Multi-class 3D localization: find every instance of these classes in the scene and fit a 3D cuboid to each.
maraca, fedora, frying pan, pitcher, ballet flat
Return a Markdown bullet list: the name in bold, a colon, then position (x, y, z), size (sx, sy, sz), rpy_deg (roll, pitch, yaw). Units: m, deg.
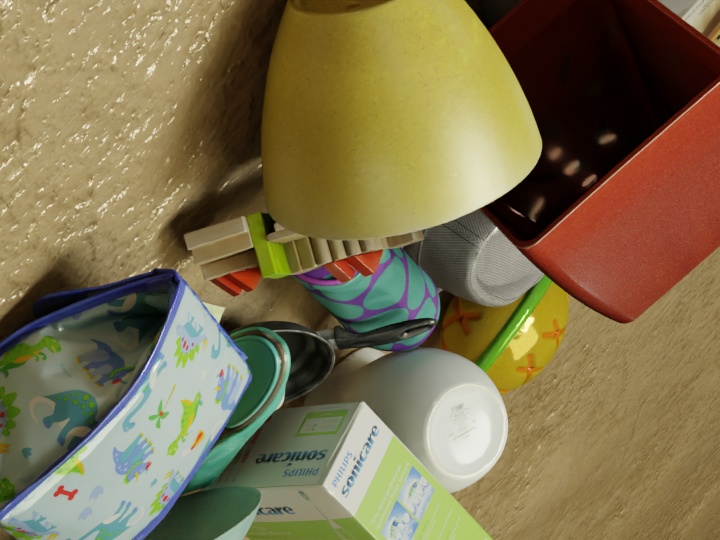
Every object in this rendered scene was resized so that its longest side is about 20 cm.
- **maraca**: position (0.146, 0.033, 1.916), size (0.200, 0.107, 0.137), rpy_deg (-53, -175, -3)
- **fedora**: position (0.114, -0.030, 1.804), size (0.177, 0.090, 0.200), rpy_deg (-55, 155, 4)
- **frying pan**: position (-0.047, 0.056, 1.620), size (0.190, 0.031, 0.115), rpy_deg (-31, 144, 22)
- **pitcher**: position (0.017, 0.134, 1.746), size (0.171, 0.200, 0.122), rpy_deg (-29, 108, -26)
- **ballet flat**: position (-0.101, 0.105, 1.605), size (0.070, 0.067, 0.200), rpy_deg (-12, 151, -49)

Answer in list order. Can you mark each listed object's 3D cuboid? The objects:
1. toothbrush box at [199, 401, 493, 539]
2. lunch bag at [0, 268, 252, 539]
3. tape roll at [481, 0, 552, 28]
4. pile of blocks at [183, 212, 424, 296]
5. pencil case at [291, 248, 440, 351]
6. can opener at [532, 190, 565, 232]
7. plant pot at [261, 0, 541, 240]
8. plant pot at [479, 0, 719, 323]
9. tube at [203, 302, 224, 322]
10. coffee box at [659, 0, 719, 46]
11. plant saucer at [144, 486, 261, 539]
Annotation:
- **toothbrush box**: position (-0.006, 0.202, 1.674), size (0.200, 0.145, 0.086), rpy_deg (46, 54, -30)
- **lunch bag**: position (-0.176, 0.097, 1.431), size (0.200, 0.128, 0.170), rpy_deg (-39, 154, -5)
- **tape roll**: position (0.185, -0.257, 1.667), size (0.200, 0.066, 0.201), rpy_deg (-40, 153, -26)
- **pile of blocks**: position (-0.026, -0.020, 1.503), size (0.199, 0.062, 0.082), rpy_deg (-16, 176, -14)
- **pencil case**: position (0.000, 0.000, 1.651), size (0.085, 0.093, 0.200), rpy_deg (-30, 155, 5)
- **can opener**: position (0.173, -0.092, 1.751), size (0.067, 0.053, 0.200), rpy_deg (-36, -172, 21)
- **plant pot**: position (0.014, -0.131, 1.427), size (0.200, 0.199, 0.143), rpy_deg (-34, 122, -34)
- **plant pot**: position (0.181, -0.082, 1.558), size (0.200, 0.200, 0.176), rpy_deg (-41, 134, 0)
- **tube**: position (-0.165, 0.111, 1.562), size (0.052, 0.058, 0.201), rpy_deg (29, 92, -24)
- **coffee box**: position (0.266, -0.199, 1.709), size (0.113, 0.080, 0.200), rpy_deg (-46, 154, -16)
- **plant saucer**: position (-0.162, 0.220, 1.559), size (0.201, 0.200, 0.039), rpy_deg (-28, 102, -42)
